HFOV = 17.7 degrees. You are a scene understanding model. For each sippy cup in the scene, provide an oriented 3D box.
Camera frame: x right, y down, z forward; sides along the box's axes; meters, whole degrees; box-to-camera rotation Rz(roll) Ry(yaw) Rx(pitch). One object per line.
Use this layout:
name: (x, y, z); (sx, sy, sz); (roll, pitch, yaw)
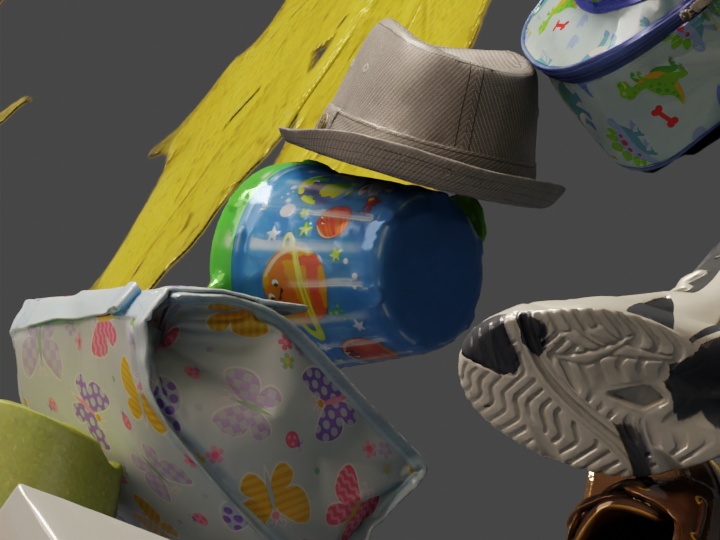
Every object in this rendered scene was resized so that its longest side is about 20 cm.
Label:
sippy cup: (0.000, 0.000, 1.405); (0.130, 0.140, 0.178); (0, 55, 46)

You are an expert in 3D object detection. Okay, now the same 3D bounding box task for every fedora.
fedora: (0.044, -0.098, 1.397); (0.200, 0.176, 0.091); (-135, 59, -82)

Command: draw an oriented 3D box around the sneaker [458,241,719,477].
sneaker: (0.145, 0.035, 1.053); (0.198, 0.080, 0.130); (-5, 13, 5)

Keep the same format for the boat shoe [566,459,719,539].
boat shoe: (0.127, 0.119, 1.015); (0.072, 0.068, 0.200); (-36, 22, 18)

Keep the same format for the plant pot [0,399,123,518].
plant pot: (-0.212, 0.170, 1.222); (0.200, 0.200, 0.185); (-15, 53, 51)

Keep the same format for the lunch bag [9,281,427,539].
lunch bag: (-0.088, 0.081, 1.296); (0.169, 0.200, 0.127); (-11, 38, 56)

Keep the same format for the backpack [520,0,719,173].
backpack: (0.187, -0.171, 1.348); (0.200, 0.147, 0.183); (-42, 20, 8)

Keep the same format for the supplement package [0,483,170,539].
supplement package: (-0.126, 0.234, 1.029); (0.200, 0.150, 0.152); (-53, 45, 9)
